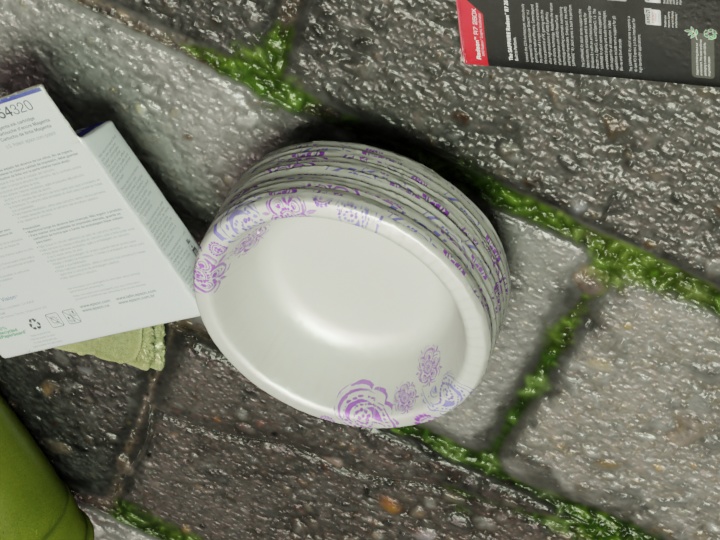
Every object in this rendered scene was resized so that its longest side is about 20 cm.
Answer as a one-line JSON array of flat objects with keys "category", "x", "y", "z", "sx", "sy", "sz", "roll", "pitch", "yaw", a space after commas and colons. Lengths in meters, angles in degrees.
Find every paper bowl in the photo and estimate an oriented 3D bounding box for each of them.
[{"category": "paper bowl", "x": 0.000, "y": 0.000, "z": 1.371, "sx": 0.200, "sy": 0.104, "sz": 0.201, "roll": 12, "pitch": 134, "yaw": 13}]

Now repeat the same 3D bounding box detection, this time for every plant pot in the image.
[{"category": "plant pot", "x": -0.333, "y": 0.158, "z": 1.621, "sx": 0.200, "sy": 0.200, "sz": 0.193, "roll": -6, "pitch": 116, "yaw": 28}]

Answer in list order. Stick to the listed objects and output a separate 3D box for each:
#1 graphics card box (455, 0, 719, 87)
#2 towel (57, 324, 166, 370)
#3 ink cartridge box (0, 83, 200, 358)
[{"category": "graphics card box", "x": 0.152, "y": -0.170, "z": 1.185, "sx": 0.200, "sy": 0.051, "sz": 0.126, "roll": 7, "pitch": 133, "yaw": 19}, {"category": "towel", "x": -0.212, "y": -0.013, "z": 1.501, "sx": 0.148, "sy": 0.037, "sz": 0.200, "roll": 12, "pitch": 135, "yaw": 14}, {"category": "ink cartridge box", "x": -0.222, "y": -0.037, "z": 1.427, "sx": 0.196, "sy": 0.043, "sz": 0.200, "roll": -12, "pitch": 123, "yaw": 35}]
